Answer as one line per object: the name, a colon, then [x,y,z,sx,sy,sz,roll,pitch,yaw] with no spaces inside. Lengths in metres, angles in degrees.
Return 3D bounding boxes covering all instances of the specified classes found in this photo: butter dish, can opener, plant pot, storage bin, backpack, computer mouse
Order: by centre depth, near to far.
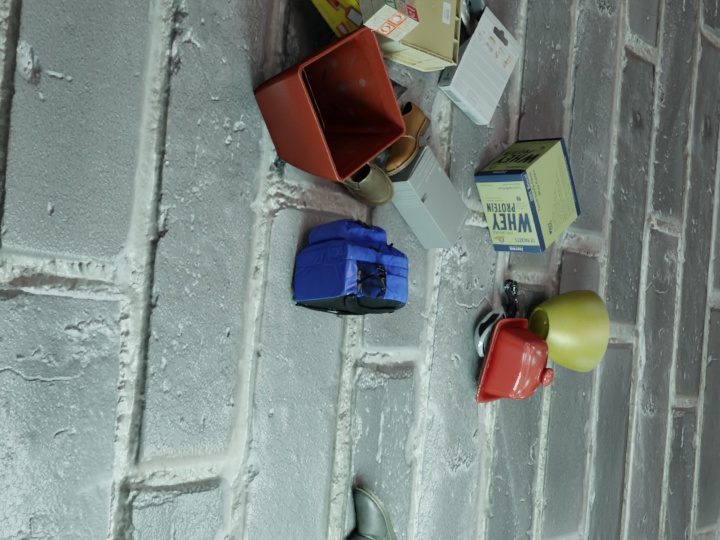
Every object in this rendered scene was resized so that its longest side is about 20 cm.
plant pot: [-0.068,-0.286,1.523,0.200,0.174,0.203,-40,119,-37]
backpack: [0.000,0.000,1.621,0.198,0.161,0.172,14,79,-44]
storage bin: [0.115,-0.528,1.758,0.196,0.093,0.205,5,88,-46]
can opener: [0.270,-0.524,1.942,0.053,0.066,0.202,-53,131,-30]
butter dish: [0.374,0.223,1.998,0.199,0.146,0.204,5,101,-57]
computer mouse: [0.312,0.118,2.030,0.200,0.043,0.111,-45,139,-36]
plant pot: [0.496,0.143,2.144,0.139,0.199,0.205,6,88,-20]

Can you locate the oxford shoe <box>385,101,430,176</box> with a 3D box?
oxford shoe: [0.080,-0.266,1.747,0.072,0.070,0.202,49,40,-27]

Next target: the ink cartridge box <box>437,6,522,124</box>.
ink cartridge box: [0.267,-0.453,1.932,0.160,0.050,0.203,33,77,-41]

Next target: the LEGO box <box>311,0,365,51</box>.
LEGO box: [-0.027,-0.519,1.556,0.201,0.077,0.149,52,41,-10]

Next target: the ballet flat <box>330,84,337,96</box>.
ballet flat: [-0.006,-0.301,1.663,0.200,0.073,0.075,46,61,-37]

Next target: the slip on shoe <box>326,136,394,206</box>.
slip on shoe: [0.002,-0.184,1.668,0.077,0.060,0.200,-52,128,-4]

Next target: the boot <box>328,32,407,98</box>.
boot: [0.009,-0.387,1.655,0.069,0.200,0.174,-42,96,7]

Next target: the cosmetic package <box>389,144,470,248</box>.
cosmetic package: [0.138,-0.149,1.808,0.200,0.089,0.108,48,57,-32]

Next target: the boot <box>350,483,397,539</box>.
boot: [-0.019,0.550,1.708,0.199,0.072,0.184,-39,117,-30]

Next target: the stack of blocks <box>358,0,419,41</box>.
stack of blocks: [0.028,-0.512,1.503,0.114,0.058,0.204,12,59,-42]

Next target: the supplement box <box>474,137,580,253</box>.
supplement box: [0.395,-0.176,2.036,0.199,0.133,0.203,-39,118,-38]
